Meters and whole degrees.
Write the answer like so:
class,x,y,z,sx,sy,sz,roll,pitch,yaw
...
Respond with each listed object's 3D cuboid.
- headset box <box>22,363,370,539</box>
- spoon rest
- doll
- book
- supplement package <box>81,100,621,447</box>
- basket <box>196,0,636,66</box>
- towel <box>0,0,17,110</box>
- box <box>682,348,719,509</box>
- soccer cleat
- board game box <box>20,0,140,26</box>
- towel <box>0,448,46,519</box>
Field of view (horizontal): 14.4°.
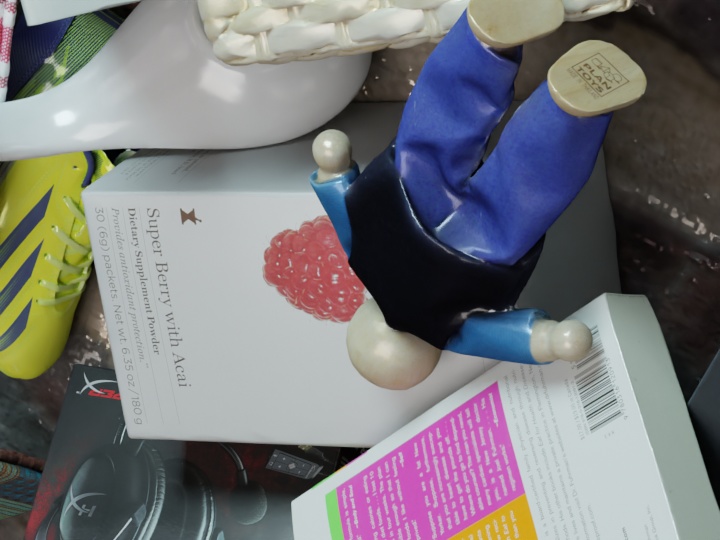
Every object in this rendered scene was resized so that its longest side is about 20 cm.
class,x,y,z,sx,sy,sz,roll,pitch,yaw
headset box,-0.082,0.157,1.316,0.148,0.077,0.201,8,71,24
spoon rest,-0.092,-0.088,1.234,0.061,0.199,0.100,103,151,-66
doll,0.040,-0.017,1.092,0.136,0.048,0.200,42,138,11
book,0.055,0.112,1.135,0.200,0.048,0.134,-35,61,40
supplement package,0.000,0.000,1.244,0.199,0.120,0.122,0,111,26
basket,0.028,-0.200,1.118,0.199,0.161,0.199,-4,111,30
towel,-0.199,-0.113,1.295,0.146,0.030,0.201,52,140,45
box,0.195,0.010,1.091,0.079,0.141,0.200,35,155,9
soccer cleat,-0.139,-0.032,1.333,0.083,0.065,0.201,16,118,16
board game box,-0.120,-0.198,1.165,0.064,0.200,0.148,-13,108,0
towel,-0.258,0.116,1.426,0.199,0.146,0.022,-20,66,30
